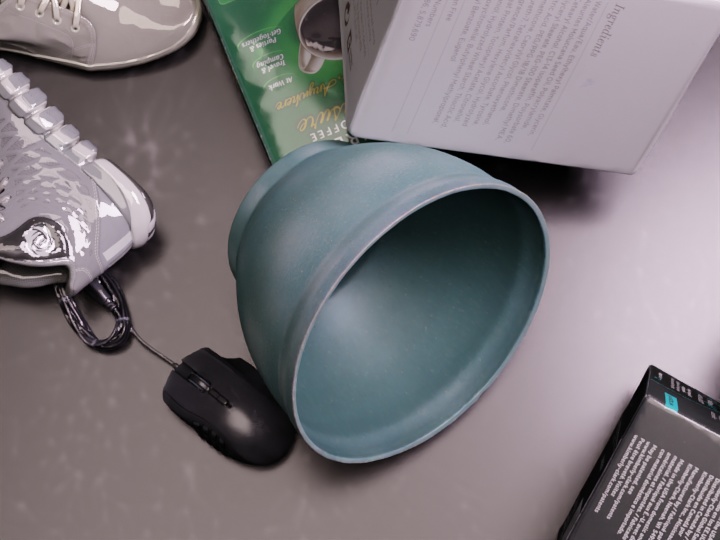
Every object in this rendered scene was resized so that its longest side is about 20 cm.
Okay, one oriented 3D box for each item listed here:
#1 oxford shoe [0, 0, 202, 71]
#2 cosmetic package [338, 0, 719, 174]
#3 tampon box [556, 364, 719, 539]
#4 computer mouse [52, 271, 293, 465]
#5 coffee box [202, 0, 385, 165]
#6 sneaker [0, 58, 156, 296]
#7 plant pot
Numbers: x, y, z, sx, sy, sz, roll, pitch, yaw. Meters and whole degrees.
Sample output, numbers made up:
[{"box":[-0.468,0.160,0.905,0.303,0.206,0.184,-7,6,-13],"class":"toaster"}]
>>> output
[{"box":[-0.209,-0.181,1.178,0.199,0.058,0.076,5,73,0],"class":"oxford shoe"},{"box":[0.102,-0.182,1.076,0.199,0.165,0.165,8,52,-14],"class":"cosmetic package"},{"box":[0.230,0.166,1.027,0.200,0.150,0.127,29,97,8],"class":"tampon box"},{"box":[-0.126,0.056,1.130,0.200,0.034,0.059,36,80,9],"class":"computer mouse"},{"box":[-0.035,-0.162,1.178,0.123,0.044,0.201,-23,76,-6],"class":"coffee box"},{"box":[-0.240,-0.060,1.127,0.200,0.075,0.116,39,65,9],"class":"sneaker"},{"box":[0.000,0.000,1.077,0.200,0.200,0.134,-42,53,-9],"class":"plant pot"}]
